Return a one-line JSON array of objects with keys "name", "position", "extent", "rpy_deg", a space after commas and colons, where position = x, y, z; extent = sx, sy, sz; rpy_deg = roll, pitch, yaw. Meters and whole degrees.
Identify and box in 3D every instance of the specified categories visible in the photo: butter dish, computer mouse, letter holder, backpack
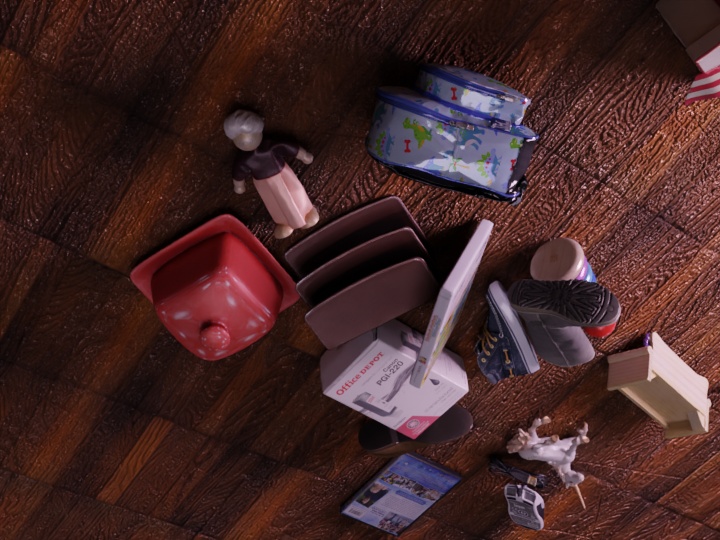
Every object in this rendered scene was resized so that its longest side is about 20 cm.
[{"name": "butter dish", "position": [-0.209, 0.055, 1.394], "extent": [0.199, 0.149, 0.200], "rpy_deg": [-29, 127, 16]}, {"name": "computer mouse", "position": [0.303, 0.416, 1.794], "extent": [0.109, 0.044, 0.201], "rpy_deg": [11, 143, 27]}, {"name": "letter holder", "position": [0.000, 0.000, 1.404], "extent": [0.199, 0.101, 0.143], "rpy_deg": [-27, 125, 15]}, {"name": "backpack", "position": [0.111, -0.184, 1.223], "extent": [0.198, 0.183, 0.149], "rpy_deg": [11, 104, -10]}]

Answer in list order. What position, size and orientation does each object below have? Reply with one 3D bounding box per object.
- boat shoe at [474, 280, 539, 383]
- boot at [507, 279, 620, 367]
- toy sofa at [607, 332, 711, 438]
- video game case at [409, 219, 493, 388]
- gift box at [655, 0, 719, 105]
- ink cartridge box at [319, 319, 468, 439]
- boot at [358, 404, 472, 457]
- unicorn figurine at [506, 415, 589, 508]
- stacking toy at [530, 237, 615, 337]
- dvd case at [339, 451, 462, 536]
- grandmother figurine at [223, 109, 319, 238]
[{"name": "boat shoe", "position": [0.216, 0.107, 1.528], "extent": [0.090, 0.071, 0.201], "rpy_deg": [-22, 129, 10]}, {"name": "boot", "position": [0.319, 0.089, 1.441], "extent": [0.180, 0.073, 0.201], "rpy_deg": [13, 151, 36]}, {"name": "toy sofa", "position": [0.508, 0.196, 1.636], "extent": [0.199, 0.098, 0.082], "rpy_deg": [37, 142, -30]}, {"name": "video game case", "position": [0.132, 0.046, 1.399], "extent": [0.023, 0.200, 0.183], "rpy_deg": [23, 128, 10]}, {"name": "gift box", "position": [0.484, -0.271, 1.182], "extent": [0.184, 0.188, 0.200], "rpy_deg": [35, 117, -28]}, {"name": "ink cartridge box", "position": [0.053, 0.167, 1.553], "extent": [0.199, 0.085, 0.146], "rpy_deg": [31, 119, -25]}, {"name": "boot", "position": [0.099, 0.281, 1.670], "extent": [0.198, 0.074, 0.076], "rpy_deg": [-13, 148, 10]}, {"name": "unicorn figurine", "position": [0.352, 0.326, 1.727], "extent": [0.198, 0.074, 0.138], "rpy_deg": [24, 133, -6]}, {"name": "stacking toy", "position": [0.340, 0.036, 1.490], "extent": [0.085, 0.086, 0.200], "rpy_deg": [-30, 133, 17]}, {"name": "dvd case", "position": [0.075, 0.417, 1.796], "extent": [0.142, 0.018, 0.200], "rpy_deg": [28, 120, -26]}, {"name": "grandmother figurine", "position": [-0.122, -0.137, 1.309], "extent": [0.120, 0.061, 0.201], "rpy_deg": [-27, 129, 5]}]
